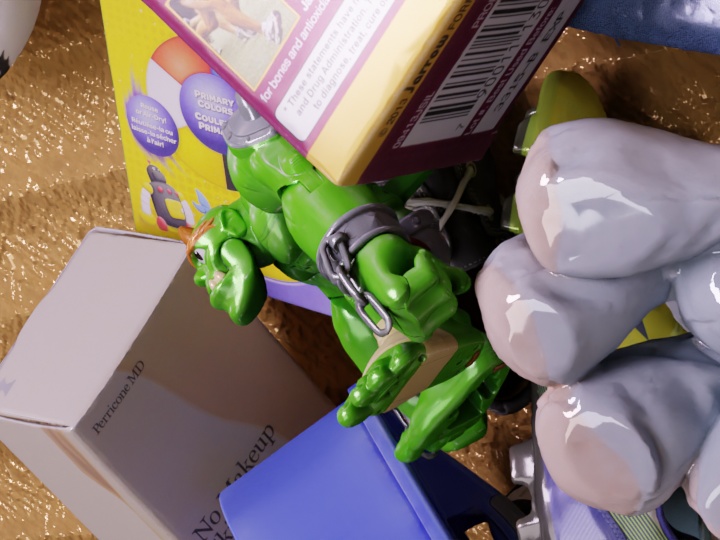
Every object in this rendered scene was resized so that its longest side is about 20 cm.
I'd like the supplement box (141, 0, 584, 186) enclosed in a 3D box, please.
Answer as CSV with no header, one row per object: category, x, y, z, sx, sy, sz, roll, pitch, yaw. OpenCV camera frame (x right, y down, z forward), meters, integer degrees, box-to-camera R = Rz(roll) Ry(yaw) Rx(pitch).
supplement box,-0.017,-0.144,1.069,0.200,0.103,0.131,45,119,19

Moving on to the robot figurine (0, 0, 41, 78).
robot figurine,-0.231,-0.135,1.270,0.125,0.199,0.151,-56,38,31

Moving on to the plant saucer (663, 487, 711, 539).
plant saucer,0.109,0.050,1.202,0.070,0.019,0.201,1,99,39

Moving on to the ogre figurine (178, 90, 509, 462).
ogre figurine,0.000,0.000,1.124,0.098,0.200,0.120,-42,71,14

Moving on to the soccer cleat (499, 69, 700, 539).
soccer cleat,0.098,0.022,1.168,0.083,0.065,0.201,-3,91,11

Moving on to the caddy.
caddy,0.029,0.136,1.223,0.200,0.105,0.142,58,180,42

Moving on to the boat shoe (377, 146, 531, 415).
boat shoe,0.033,-0.029,1.207,0.068,0.072,0.201,42,154,49

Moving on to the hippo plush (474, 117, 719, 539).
hippo plush,0.136,-0.020,1.062,0.159,0.161,0.200,31,119,0

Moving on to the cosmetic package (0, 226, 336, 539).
cosmetic package,-0.066,0.084,1.312,0.071,0.105,0.200,8,148,45

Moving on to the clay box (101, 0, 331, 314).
clay box,-0.048,-0.085,1.250,0.115,0.048,0.201,16,131,30

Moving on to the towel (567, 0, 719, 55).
towel,0.076,-0.146,1.100,0.199,0.048,0.112,18,111,30

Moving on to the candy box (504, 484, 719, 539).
candy box,0.167,0.145,1.247,0.199,0.061,0.137,0,120,39
